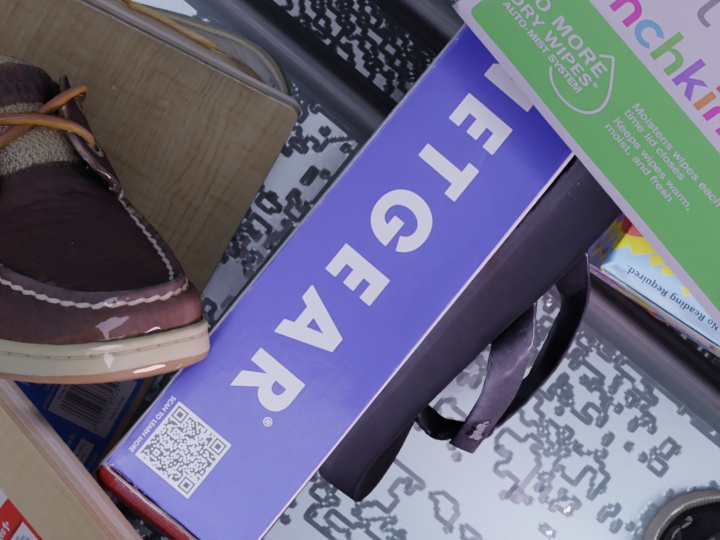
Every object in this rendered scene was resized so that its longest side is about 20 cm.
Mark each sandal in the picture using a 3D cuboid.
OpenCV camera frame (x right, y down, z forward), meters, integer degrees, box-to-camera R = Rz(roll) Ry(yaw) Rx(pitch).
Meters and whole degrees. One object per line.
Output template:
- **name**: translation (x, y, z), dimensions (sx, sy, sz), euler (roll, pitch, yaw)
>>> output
- **sandal**: translation (0.046, 0.018, 0.841), dimensions (0.043, 0.076, 0.200), euler (40, 135, 0)

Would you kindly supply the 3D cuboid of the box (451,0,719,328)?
- **box**: translation (0.157, -0.057, 0.756), dimensions (0.200, 0.097, 0.176), euler (49, 48, -4)

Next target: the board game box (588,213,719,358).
- **board game box**: translation (0.168, -0.059, 0.902), dimensions (0.103, 0.105, 0.200), euler (32, 91, -3)

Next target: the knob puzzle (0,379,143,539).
- **knob puzzle**: translation (-0.151, 0.064, 0.887), dimensions (0.030, 0.219, 0.220), euler (-33, 94, -41)

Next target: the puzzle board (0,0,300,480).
- **puzzle board**: translation (-0.128, -0.012, 0.899), dimensions (0.150, 0.017, 0.200), euler (26, 121, -8)

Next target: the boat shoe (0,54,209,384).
- **boat shoe**: translation (-0.108, -0.026, 0.786), dimensions (0.072, 0.200, 0.072), euler (-10, 114, -29)

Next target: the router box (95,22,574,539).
- **router box**: translation (0.000, 0.000, 0.850), dimensions (0.049, 0.179, 0.200), euler (39, 82, -1)

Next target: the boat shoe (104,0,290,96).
- **boat shoe**: translation (-0.121, -0.073, 0.913), dimensions (0.199, 0.069, 0.074), euler (10, 93, -1)

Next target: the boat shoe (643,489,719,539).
- **boat shoe**: translation (0.196, 0.118, 0.932), dimensions (0.199, 0.068, 0.072), euler (7, 91, -3)
